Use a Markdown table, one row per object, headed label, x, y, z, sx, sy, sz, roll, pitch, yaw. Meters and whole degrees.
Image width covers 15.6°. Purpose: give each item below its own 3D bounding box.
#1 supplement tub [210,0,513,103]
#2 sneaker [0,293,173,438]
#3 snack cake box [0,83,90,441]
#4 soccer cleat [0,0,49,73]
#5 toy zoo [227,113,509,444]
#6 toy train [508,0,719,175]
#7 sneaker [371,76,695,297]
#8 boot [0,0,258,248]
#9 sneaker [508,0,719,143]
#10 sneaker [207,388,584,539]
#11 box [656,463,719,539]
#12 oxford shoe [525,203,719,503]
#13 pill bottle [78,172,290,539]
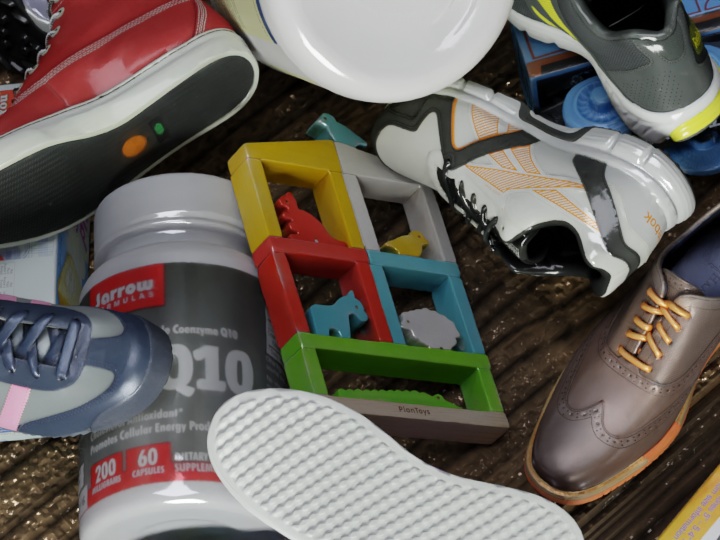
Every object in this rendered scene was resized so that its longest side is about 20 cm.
| label | x | y | z | sx | sy | sz | roll | pitch | yaw |
| --- | --- | --- | --- | --- | --- | --- | --- | --- | --- |
| supplement tub | -0.008 | -0.174 | 1.462 | 0.145 | 0.145 | 0.200 | -33 | 17 | -8 |
| sneaker | -0.196 | 0.042 | 1.362 | 0.199 | 0.082 | 0.070 | -2 | 65 | 27 |
| snack cake box | -0.218 | -0.004 | 1.498 | 0.114 | 0.067 | 0.201 | -6 | 61 | 9 |
| soccer cleat | -0.169 | -0.152 | 1.579 | 0.199 | 0.068 | 0.073 | 24 | 49 | 22 |
| toy zoo | 0.000 | 0.000 | 1.437 | 0.131 | 0.020 | 0.201 | 7 | 52 | -37 |
| toy train | 0.181 | -0.115 | 1.481 | 0.199 | 0.087 | 0.115 | -16 | 55 | 1 |
| sneaker | 0.078 | -0.046 | 1.416 | 0.200 | 0.074 | 0.080 | 18 | 62 | 38 |
| boot | -0.174 | -0.106 | 1.476 | 0.200 | 0.073 | 0.144 | -32 | 55 | -11 |
| sneaker | 0.129 | -0.156 | 1.420 | 0.074 | 0.085 | 0.200 | -35 | 51 | -11 |
| sneaker | 0.012 | 0.123 | 1.357 | 0.200 | 0.114 | 0.073 | 25 | 83 | -2 |
| box | 0.238 | 0.186 | 1.333 | 0.200 | 0.042 | 0.119 | 34 | 72 | 26 |
| oxford shoe | 0.153 | 0.035 | 1.401 | 0.071 | 0.073 | 0.200 | 31 | 71 | 23 |
| pill bottle | -0.096 | 0.056 | 1.417 | 0.113 | 0.114 | 0.201 | -7 | 61 | 6 |
